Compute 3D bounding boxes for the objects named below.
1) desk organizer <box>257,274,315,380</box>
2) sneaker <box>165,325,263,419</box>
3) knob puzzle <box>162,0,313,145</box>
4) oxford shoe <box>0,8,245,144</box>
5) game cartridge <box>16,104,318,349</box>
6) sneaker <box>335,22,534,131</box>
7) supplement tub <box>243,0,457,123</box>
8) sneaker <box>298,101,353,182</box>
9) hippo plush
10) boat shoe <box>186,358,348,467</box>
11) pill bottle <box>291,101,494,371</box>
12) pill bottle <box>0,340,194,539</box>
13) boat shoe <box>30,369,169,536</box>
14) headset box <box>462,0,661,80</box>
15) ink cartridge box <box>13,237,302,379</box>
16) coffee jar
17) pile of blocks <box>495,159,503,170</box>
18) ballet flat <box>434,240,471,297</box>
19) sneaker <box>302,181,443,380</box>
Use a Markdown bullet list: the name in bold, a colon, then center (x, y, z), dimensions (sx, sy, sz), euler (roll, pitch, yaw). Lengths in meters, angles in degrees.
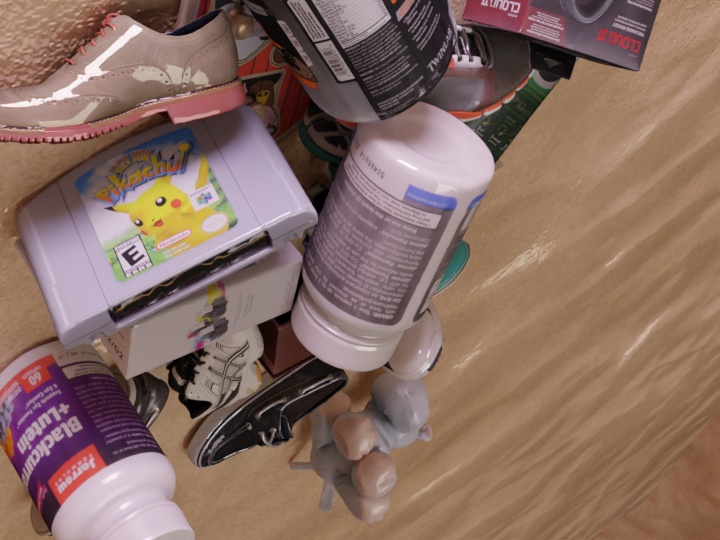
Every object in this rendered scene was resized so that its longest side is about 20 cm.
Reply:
- **desk organizer**: center (-0.025, 0.022, 1.119), dimensions (0.198, 0.072, 0.078), euler (-26, 147, -29)
- **sneaker**: center (-0.144, 0.082, 1.041), dimensions (0.087, 0.076, 0.201), euler (-31, 151, -20)
- **knob puzzle**: center (-0.071, -0.150, 0.849), dimensions (0.218, 0.031, 0.221), euler (-33, 152, -20)
- **oxford shoe**: center (-0.173, -0.130, 0.725), dimensions (0.197, 0.070, 0.076), euler (-17, 114, -30)
- **game cartridge**: center (-0.144, -0.041, 0.790), dimensions (0.198, 0.134, 0.041), euler (-27, 144, -9)
- **sneaker**: center (0.069, -0.167, 0.886), dimensions (0.197, 0.078, 0.082), euler (-22, 164, -21)
- **supplement tub**: center (-0.020, -0.201, 0.720), dimensions (0.122, 0.123, 0.200), euler (-40, 141, -1)
- **sneaker**: center (0.003, -0.101, 0.967), dimensions (0.079, 0.078, 0.199), euler (-39, 162, 21)
- **hippo plush**: center (0.027, 0.217, 1.375), dimensions (0.159, 0.160, 0.202), euler (-24, 148, -29)
- **boat shoe**: center (-0.101, 0.164, 1.226), dimensions (0.199, 0.068, 0.072), euler (-36, 153, -13)
- **pill bottle**: center (0.018, -0.024, 0.874), dimensions (0.113, 0.114, 0.202), euler (-13, 139, -43)
- **pill bottle**: center (-0.223, 0.165, 0.917), dimensions (0.110, 0.200, 0.112), euler (-31, 152, -19)
- **boat shoe**: center (-0.249, 0.180, 1.052), dimensions (0.056, 0.067, 0.201), euler (14, 117, -47)
- **headset box**: center (0.174, -0.256, 0.866), dimensions (0.147, 0.077, 0.204), euler (7, 104, -38)
- **ink cartridge box**: center (-0.159, 0.005, 0.864), dimensions (0.198, 0.115, 0.068), euler (-22, 147, -33)
- **coffee jar**: center (0.141, -0.197, 1.003), dimensions (0.201, 0.086, 0.104), euler (-49, 145, 14)
- **pile of blocks**: center (0.076, -0.091, 1.088), dimensions (0.081, 0.063, 0.200), euler (-24, -167, 35)
- **ballet flat**: center (0.036, 0.023, 1.233), dimensions (0.199, 0.068, 0.062), euler (-36, -179, -5)
- **sneaker**: center (0.000, 0.000, 0.995), dimensions (0.079, 0.202, 0.129), euler (-27, 147, 19)
